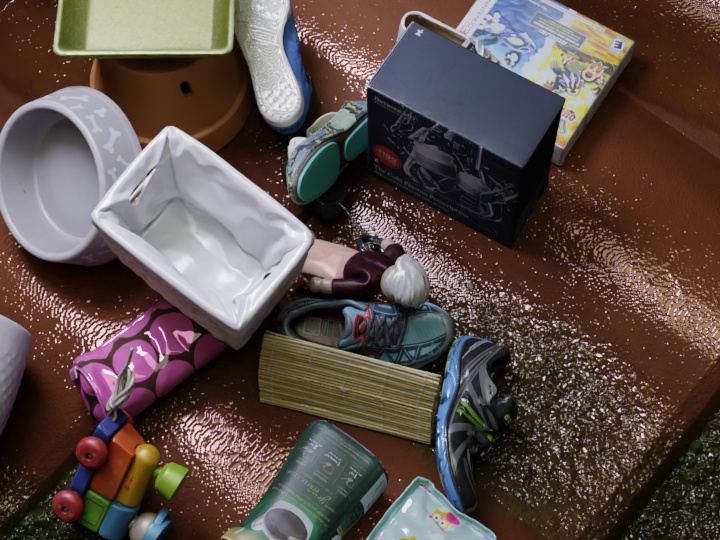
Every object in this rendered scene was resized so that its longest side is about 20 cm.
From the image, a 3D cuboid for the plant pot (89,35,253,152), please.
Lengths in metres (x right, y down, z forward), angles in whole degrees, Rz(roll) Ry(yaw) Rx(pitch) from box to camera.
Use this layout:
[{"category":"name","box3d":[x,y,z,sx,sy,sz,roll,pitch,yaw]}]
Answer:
[{"category":"plant pot","box3d":[-0.229,-0.245,1.707,0.197,0.140,0.203,0,63,1]}]

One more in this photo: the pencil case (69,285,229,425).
[{"category":"pencil case","box3d":[-0.221,0.083,1.570,0.199,0.091,0.094,-38,104,-19]}]

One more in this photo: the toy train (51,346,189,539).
[{"category":"toy train","box3d":[-0.223,0.189,1.470,0.115,0.202,0.085,29,23,3]}]

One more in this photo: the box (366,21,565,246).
[{"category":"box","box3d":[0.113,-0.151,1.632,0.198,0.183,0.105,28,66,15]}]

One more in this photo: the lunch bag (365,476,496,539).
[{"category":"lunch bag","box3d":[0.026,0.324,1.395,0.121,0.171,0.200,36,66,16]}]

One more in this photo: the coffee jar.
[{"category":"coffee jar","box3d":[-0.066,0.259,1.478,0.104,0.086,0.200,34,67,13]}]

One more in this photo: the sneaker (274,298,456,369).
[{"category":"sneaker","box3d":[0.004,0.069,1.562,0.197,0.096,0.081,0,87,4]}]

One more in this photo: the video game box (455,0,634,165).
[{"category":"video game box","box3d":[0.203,-0.248,1.759,0.198,0.047,0.183,29,70,15]}]

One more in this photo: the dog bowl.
[{"category":"dog bowl","box3d":[-0.328,-0.101,1.606,0.200,0.201,0.058,43,29,20]}]

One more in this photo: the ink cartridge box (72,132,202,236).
[{"category":"ink cartridge box","box3d":[-0.253,-0.072,1.641,0.037,0.095,0.200,-37,68,-27]}]

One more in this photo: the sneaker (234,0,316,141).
[{"category":"sneaker","box3d":[-0.102,-0.253,1.722,0.076,0.111,0.203,-14,76,1]}]

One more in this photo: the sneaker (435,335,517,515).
[{"category":"sneaker","box3d":[0.123,0.161,1.535,0.081,0.071,0.202,5,60,10]}]

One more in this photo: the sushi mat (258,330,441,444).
[{"category":"sushi mat","box3d":[-0.014,0.125,1.546,0.197,0.097,0.012,14,38,7]}]

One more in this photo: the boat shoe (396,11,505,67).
[{"category":"boat shoe","box3d":[0.125,-0.237,1.691,0.199,0.070,0.071,39,73,18]}]

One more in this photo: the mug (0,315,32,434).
[{"category":"mug","box3d":[-0.457,0.135,1.525,0.198,0.147,0.178,-1,66,34]}]

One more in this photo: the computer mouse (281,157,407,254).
[{"category":"computer mouse","box3d":[-0.018,-0.059,1.675,0.200,0.034,0.058,46,45,16]}]

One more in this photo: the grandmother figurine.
[{"category":"grandmother figurine","box3d":[0.000,0.000,1.574,0.199,0.061,0.121,16,48,46]}]

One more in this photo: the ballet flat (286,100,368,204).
[{"category":"ballet flat","box3d":[-0.044,-0.139,1.672,0.074,0.075,0.200,32,41,15]}]

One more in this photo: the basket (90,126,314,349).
[{"category":"basket","box3d":[-0.161,-0.027,1.506,0.199,0.124,0.136,37,73,9]}]

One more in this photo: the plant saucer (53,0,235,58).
[{"category":"plant saucer","box3d":[-0.236,-0.313,1.636,0.197,0.048,0.202,-1,63,1]}]
